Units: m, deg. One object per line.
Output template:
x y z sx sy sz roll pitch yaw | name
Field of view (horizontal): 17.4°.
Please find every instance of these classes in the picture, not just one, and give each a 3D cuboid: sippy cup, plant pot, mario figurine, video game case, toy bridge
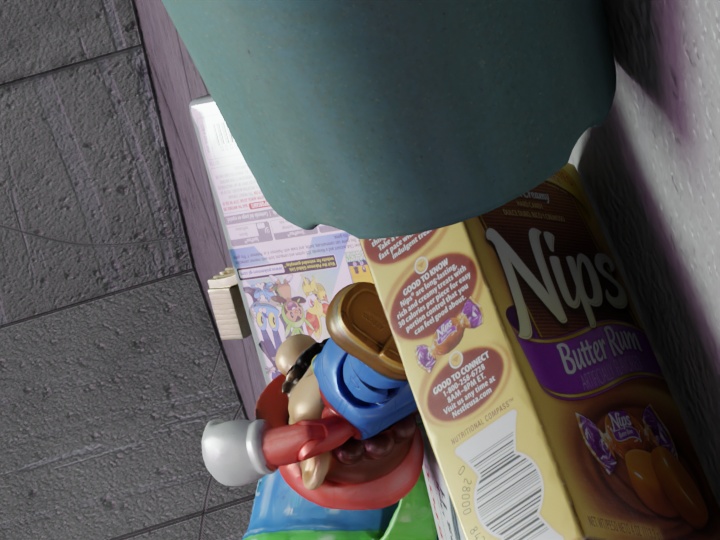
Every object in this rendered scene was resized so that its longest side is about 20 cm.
0.002 0.111 1.302 0.139 0.177 0.131 23 -114 -51 | sippy cup
0.001 -0.132 0.870 0.200 0.199 0.197 -118 5 -57 | plant pot
-0.009 0.041 1.112 0.200 0.123 0.107 121 149 -59 | mario figurine
0.012 -0.013 1.174 0.199 0.022 0.184 -8 102 41 | video game case
0.000 0.000 1.265 0.199 0.027 0.068 -4 109 36 | toy bridge

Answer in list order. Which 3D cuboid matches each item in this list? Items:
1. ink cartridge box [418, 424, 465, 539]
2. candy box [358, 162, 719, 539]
0.098 0.159 1.130 0.200 0.083 0.148 -125 20 -71 | ink cartridge box
0.070 0.038 0.955 0.116 0.056 0.201 16 -135 -49 | candy box
